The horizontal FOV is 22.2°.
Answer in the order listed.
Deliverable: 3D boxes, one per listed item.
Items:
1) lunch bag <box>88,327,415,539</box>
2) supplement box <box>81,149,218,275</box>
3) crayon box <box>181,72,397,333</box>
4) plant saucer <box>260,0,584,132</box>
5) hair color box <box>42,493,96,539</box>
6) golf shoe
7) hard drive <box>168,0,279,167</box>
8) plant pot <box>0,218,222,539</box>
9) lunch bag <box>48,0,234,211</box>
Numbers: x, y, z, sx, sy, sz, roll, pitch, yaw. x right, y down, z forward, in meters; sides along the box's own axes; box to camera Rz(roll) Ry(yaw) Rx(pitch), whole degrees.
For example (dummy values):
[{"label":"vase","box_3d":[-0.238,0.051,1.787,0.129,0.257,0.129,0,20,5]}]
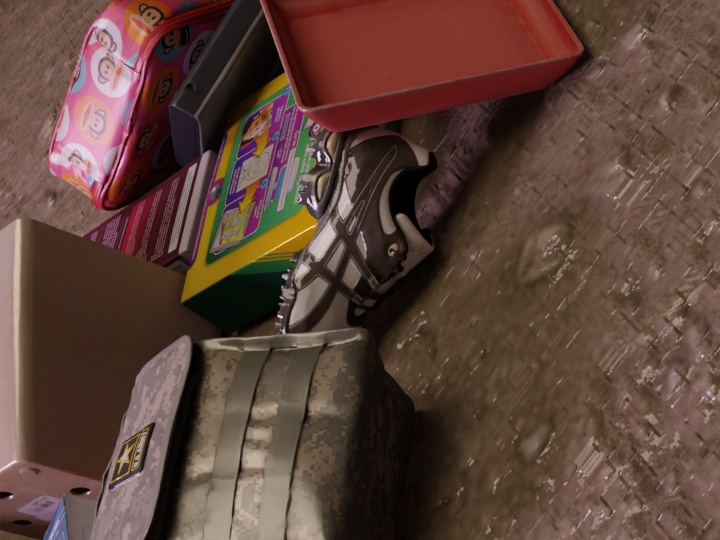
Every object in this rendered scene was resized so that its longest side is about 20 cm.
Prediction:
[{"label":"lunch bag","box_3d":[-0.081,0.132,1.156,0.198,0.118,0.165,-4,54,22]},{"label":"supplement box","box_3d":[-0.175,-0.009,1.561,0.199,0.061,0.110,-28,40,41]},{"label":"crayon box","box_3d":[-0.050,-0.072,1.429,0.172,0.058,0.201,-27,41,42]},{"label":"plant saucer","box_3d":[0.039,-0.165,1.304,0.198,0.037,0.200,-12,34,-5]},{"label":"hair color box","box_3d":[-0.151,0.241,1.201,0.061,0.099,0.200,-63,26,25]},{"label":"golf shoe","box_3d":[0.000,0.000,1.261,0.094,0.078,0.202,10,94,20]},{"label":"hard drive","box_3d":[-0.095,-0.189,1.547,0.201,0.033,0.140,-60,-6,-16]},{"label":"plant pot","box_3d":[-0.238,0.103,1.434,0.199,0.199,0.178,-30,50,41]},{"label":"lunch bag","box_3d":[-0.176,-0.161,1.598,0.176,0.082,0.201,-32,-28,-53]}]
